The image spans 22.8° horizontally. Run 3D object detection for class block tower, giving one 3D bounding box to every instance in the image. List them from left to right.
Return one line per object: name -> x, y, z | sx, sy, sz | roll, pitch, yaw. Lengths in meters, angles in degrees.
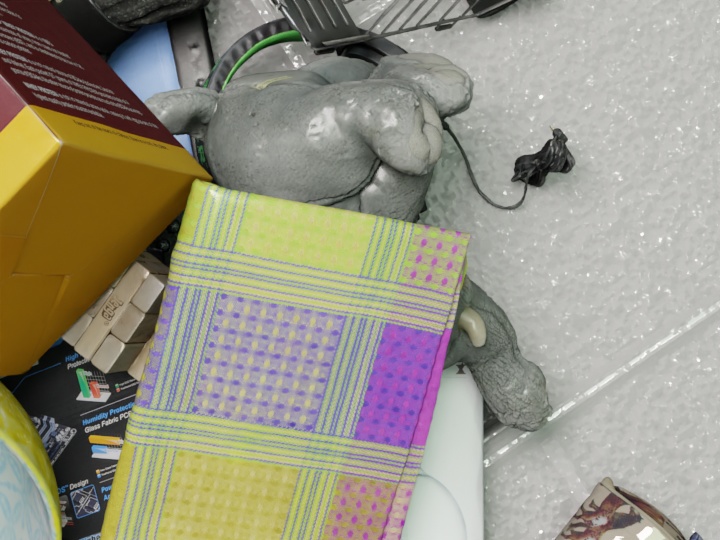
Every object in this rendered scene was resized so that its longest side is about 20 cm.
block tower -> -0.171, -0.026, 0.876 | 0.200, 0.058, 0.054 | 37, 94, 8

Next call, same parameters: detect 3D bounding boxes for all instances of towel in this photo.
towel -> -0.036, 0.064, 0.832 | 0.143, 0.023, 0.201 | 10, 106, -16

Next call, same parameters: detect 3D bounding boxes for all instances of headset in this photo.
headset -> 0.012, -0.071, 0.970 | 0.199, 0.094, 0.124 | 10, 81, -17

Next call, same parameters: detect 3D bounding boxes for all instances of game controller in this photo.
game controller -> -0.129, -0.092, 0.994 | 0.104, 0.042, 0.201 | -12, 81, -4

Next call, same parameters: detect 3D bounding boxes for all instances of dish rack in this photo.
dish rack -> 0.004, -0.194, 0.957 | 0.200, 0.054, 0.154 | -21, 78, -51

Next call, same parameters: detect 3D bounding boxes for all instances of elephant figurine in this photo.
elephant figurine -> 0.000, 0.000, 0.888 | 0.154, 0.141, 0.201 | 5, 109, 27

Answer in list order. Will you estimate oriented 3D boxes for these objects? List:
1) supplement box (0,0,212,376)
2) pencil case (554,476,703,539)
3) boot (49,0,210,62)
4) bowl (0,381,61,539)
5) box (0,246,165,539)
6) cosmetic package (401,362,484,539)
supplement box -> -0.199, -0.070, 0.755 | 0.133, 0.197, 0.200 | -44, 81, 8
pencil case -> 0.104, 0.211, 0.938 | 0.089, 0.078, 0.200 | 38, 81, 12
boot -> -0.147, -0.111, 0.943 | 0.157, 0.079, 0.212 | -16, 81, 12
bowl -> -0.237, 0.090, 0.853 | 0.199, 0.108, 0.201 | -1, 126, -1
box -> -0.169, 0.112, 0.922 | 0.199, 0.050, 0.200 | -21, 75, 12
cosmetic package -> -0.033, 0.117, 0.961 | 0.199, 0.052, 0.152 | 0, 79, -2
